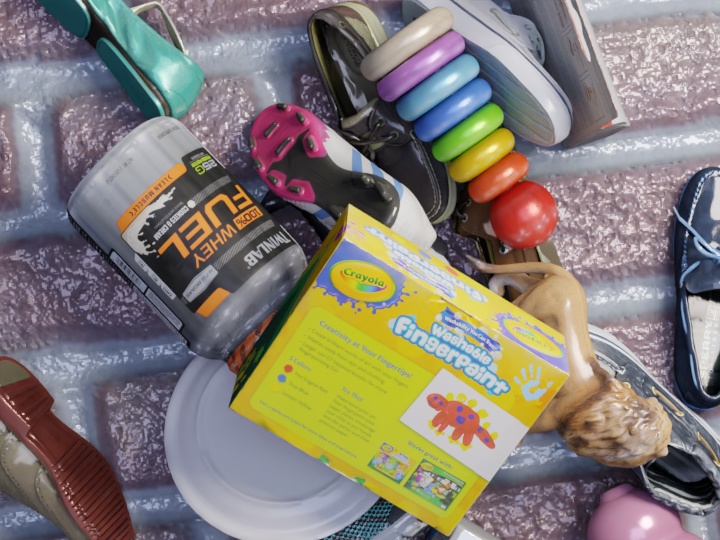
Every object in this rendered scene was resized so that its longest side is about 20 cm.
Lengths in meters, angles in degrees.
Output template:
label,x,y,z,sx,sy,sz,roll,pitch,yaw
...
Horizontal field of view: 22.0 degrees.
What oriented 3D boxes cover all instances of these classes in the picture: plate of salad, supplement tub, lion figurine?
label,x,y,z,sx,sy,sz,roll,pitch,yaw
plate of salad,-0.061,0.131,1.516,0.199,0.048,0.201,-3,64,5
supplement tub,-0.128,-0.016,1.485,0.123,0.123,0.200,-45,85,-2
lion figurine,0.159,0.065,1.443,0.122,0.072,0.201,-22,90,40

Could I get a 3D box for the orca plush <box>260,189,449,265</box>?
label,x,y,z,sx,sy,sz,roll,pitch,yaw
orca plush,0.000,0.000,1.521,0.199,0.105,0.071,27,128,9

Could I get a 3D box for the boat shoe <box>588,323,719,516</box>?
label,x,y,z,sx,sy,sz,roll,pitch,yaw
boat shoe,0.216,0.116,1.495,0.200,0.091,0.071,35,107,-7

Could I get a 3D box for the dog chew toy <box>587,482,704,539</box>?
label,x,y,z,sx,sy,sz,roll,pitch,yaw
dog chew toy,0.248,0.268,1.498,0.124,0.125,0.201,-25,82,-2

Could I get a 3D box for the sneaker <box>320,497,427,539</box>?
label,x,y,z,sx,sy,sz,roll,pitch,yaw
sneaker,-0.008,0.202,1.516,0.200,0.078,0.091,-39,82,-6

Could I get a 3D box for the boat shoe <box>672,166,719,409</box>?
label,x,y,z,sx,sy,sz,roll,pitch,yaw
boat shoe,0.300,0.014,1.527,0.084,0.069,0.201,-3,89,-1

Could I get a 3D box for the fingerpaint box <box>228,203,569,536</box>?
label,x,y,z,sx,sy,sz,roll,pitch,yaw
fingerpaint box,0.029,0.075,1.396,0.199,0.073,0.167,30,111,-10

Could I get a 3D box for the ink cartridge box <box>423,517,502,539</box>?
label,x,y,z,sx,sy,sz,roll,pitch,yaw
ink cartridge box,0.056,0.301,1.477,0.084,0.145,0.201,31,88,-2

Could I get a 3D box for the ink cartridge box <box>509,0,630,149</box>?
label,x,y,z,sx,sy,sz,roll,pitch,yaw
ink cartridge box,0.173,-0.187,1.462,0.057,0.200,0.163,-20,89,-10

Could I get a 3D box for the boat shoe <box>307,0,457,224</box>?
label,x,y,z,sx,sy,sz,roll,pitch,yaw
boat shoe,0.010,-0.125,1.516,0.073,0.065,0.201,-34,80,37

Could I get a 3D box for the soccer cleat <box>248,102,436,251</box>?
label,x,y,z,sx,sy,sz,roll,pitch,yaw
soccer cleat,-0.017,-0.065,1.494,0.070,0.086,0.200,-53,48,4

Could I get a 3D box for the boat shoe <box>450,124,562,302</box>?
label,x,y,z,sx,sy,sz,roll,pitch,yaw
boat shoe,0.109,-0.047,1.523,0.068,0.072,0.201,-23,89,-3

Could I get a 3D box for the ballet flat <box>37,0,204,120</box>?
label,x,y,z,sx,sy,sz,roll,pitch,yaw
ballet flat,-0.204,-0.210,1.531,0.200,0.067,0.070,48,64,0

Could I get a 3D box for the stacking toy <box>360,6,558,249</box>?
label,x,y,z,sx,sy,sz,roll,pitch,yaw
stacking toy,0.087,-0.105,1.461,0.085,0.085,0.200,-35,94,-2

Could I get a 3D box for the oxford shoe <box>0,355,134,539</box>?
label,x,y,z,sx,sy,sz,roll,pitch,yaw
oxford shoe,-0.261,0.168,1.523,0.075,0.070,0.200,-34,91,25

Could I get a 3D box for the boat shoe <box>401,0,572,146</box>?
label,x,y,z,sx,sy,sz,roll,pitch,yaw
boat shoe,0.115,-0.179,1.489,0.067,0.074,0.200,-31,57,-19
